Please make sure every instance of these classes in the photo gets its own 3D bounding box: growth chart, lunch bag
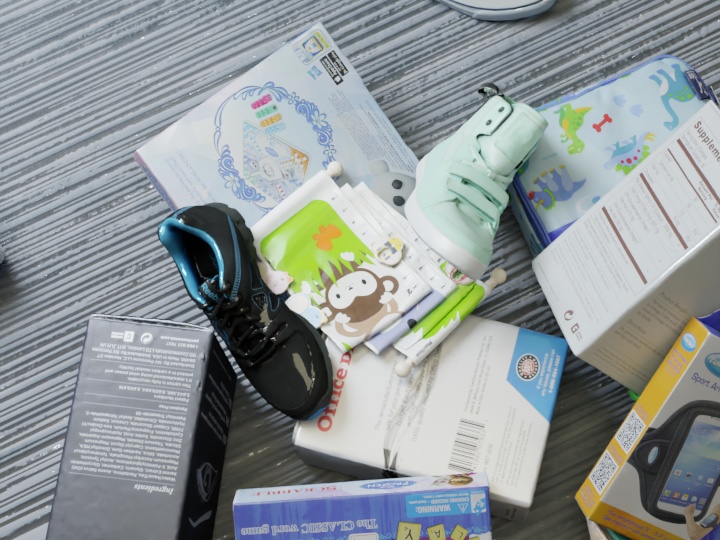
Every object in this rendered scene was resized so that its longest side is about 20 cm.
[{"bbox_3d":[0.000,0.000,1.156,0.200,0.018,0.145,36,72,17],"label":"growth chart"},{"bbox_3d":[0.231,-0.085,1.228,0.200,0.082,0.161,-20,74,-3],"label":"lunch bag"}]

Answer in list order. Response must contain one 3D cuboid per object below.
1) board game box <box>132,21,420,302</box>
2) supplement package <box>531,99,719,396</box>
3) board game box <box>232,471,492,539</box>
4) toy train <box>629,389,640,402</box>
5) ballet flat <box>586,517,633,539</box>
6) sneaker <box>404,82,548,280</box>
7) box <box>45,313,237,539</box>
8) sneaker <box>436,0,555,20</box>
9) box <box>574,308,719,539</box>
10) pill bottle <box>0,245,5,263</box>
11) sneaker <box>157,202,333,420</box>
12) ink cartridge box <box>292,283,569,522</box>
[{"bbox_3d":[-0.059,-0.077,1.213,0.199,0.043,0.200,-37,97,-15],"label":"board game box"},{"bbox_3d":[0.258,-0.011,1.112,0.200,0.117,0.117,-43,38,21],"label":"supplement package"},{"bbox_3d":[0.008,0.265,1.092,0.199,0.041,0.200,-5,98,2],"label":"board game box"},{"bbox_3d":[0.259,0.099,1.173,0.056,0.042,0.200,5,67,40],"label":"toy train"},{"bbox_3d":[0.237,0.278,1.111,0.200,0.068,0.067,46,106,18],"label":"ballet flat"},{"bbox_3d":[0.099,-0.079,1.126,0.074,0.201,0.118,36,114,-18],"label":"sneaker"},{"bbox_3d":[-0.172,0.154,1.128,0.104,0.148,0.201,6,71,5],"label":"box"},{"bbox_3d":[0.090,-0.287,1.308,0.199,0.071,0.073,12,72,7],"label":"sneaker"},{"bbox_3d":[0.271,0.128,1.089,0.119,0.041,0.200,25,107,-17],"label":"box"},{"bbox_3d":[-0.423,-0.001,1.214,0.200,0.114,0.114,-35,73,-8],"label":"pill bottle"},{"bbox_3d":[-0.097,0.036,1.113,0.073,0.082,0.200,-39,78,20],"label":"sneaker"},{"bbox_3d":[0.059,0.110,1.165,0.199,0.084,0.145,14,72,8],"label":"ink cartridge box"}]
